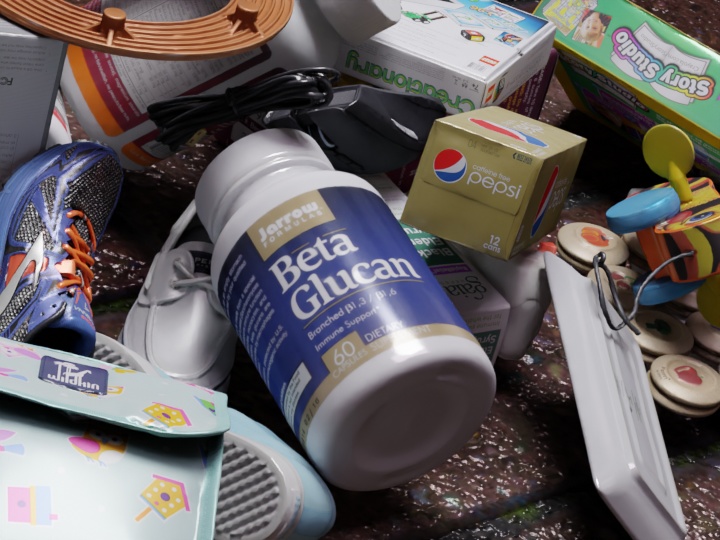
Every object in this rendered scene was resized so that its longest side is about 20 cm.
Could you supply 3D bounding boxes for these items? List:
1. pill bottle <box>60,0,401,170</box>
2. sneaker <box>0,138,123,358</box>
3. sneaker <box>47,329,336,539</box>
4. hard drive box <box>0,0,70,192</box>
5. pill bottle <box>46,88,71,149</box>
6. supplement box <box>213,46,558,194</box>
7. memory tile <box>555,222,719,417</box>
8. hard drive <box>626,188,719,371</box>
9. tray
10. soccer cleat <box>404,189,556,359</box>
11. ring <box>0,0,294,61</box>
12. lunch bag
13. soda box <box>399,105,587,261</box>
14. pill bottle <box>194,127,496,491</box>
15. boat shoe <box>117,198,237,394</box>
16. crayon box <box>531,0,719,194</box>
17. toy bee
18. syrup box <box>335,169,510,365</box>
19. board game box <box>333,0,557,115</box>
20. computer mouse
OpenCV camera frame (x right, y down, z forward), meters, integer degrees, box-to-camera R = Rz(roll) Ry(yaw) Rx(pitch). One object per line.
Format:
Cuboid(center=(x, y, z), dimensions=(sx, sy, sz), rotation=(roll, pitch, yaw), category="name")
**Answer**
Cuboid(center=(-0.082, -0.150, 1.420), dimensions=(0.200, 0.110, 0.110), rotation=(-25, 30, 16), category="pill bottle")
Cuboid(center=(-0.169, 0.019, 1.236), dimensions=(0.078, 0.075, 0.200), rotation=(7, 63, 29), category="sneaker")
Cuboid(center=(-0.097, 0.099, 1.244), dimensions=(0.200, 0.074, 0.082), rotation=(33, 3, 33), category="sneaker")
Cuboid(center=(-0.261, -0.066, 1.271), dimensions=(0.156, 0.200, 0.077), rotation=(2, 34, -25), category="hard drive box")
Cuboid(center=(-0.244, -0.111, 1.430), dimensions=(0.114, 0.114, 0.200), rotation=(6, 34, -18), category="pill bottle")
Cuboid(center=(0.018, -0.123, 1.588), dimensions=(0.200, 0.103, 0.131), rotation=(-19, 45, -43), category="supplement box")
Cuboid(center=(0.224, 0.027, 1.494), dimensions=(0.153, 0.017, 0.200), rotation=(1, 35, -24), category="memory tile")
Cuboid(center=(0.251, 0.018, 1.561), dimensions=(0.132, 0.027, 0.200), rotation=(13, 33, -7), category="hard drive")
Cuboid(center=(0.152, 0.081, 1.335), dimensions=(0.107, 0.022, 0.200), rotation=(50, 21, -37), category="tray")
Cuboid(center=(0.067, -0.004, 1.471), dimensions=(0.069, 0.078, 0.200), rotation=(10, 12, -21), category="soccer cleat")
Cuboid(center=(-0.134, -0.177, 1.295), dimensions=(0.200, 0.019, 0.201), rotation=(12, 32, -8), category="ring")
Cuboid(center=(-0.153, 0.113, 1.101), dimensions=(0.170, 0.122, 0.200), rotation=(13, 46, -7), category="lunch bag")
Cuboid(center=(0.083, -0.054, 1.356), dimensions=(0.068, 0.064, 0.200), rotation=(21, 11, 10), category="soda box")
Cuboid(center=(-0.017, 0.015, 1.275), dimensions=(0.111, 0.111, 0.200), rotation=(-6, 46, -33), category="pill bottle")
Cuboid(center=(-0.101, 0.013, 1.356), dimensions=(0.073, 0.065, 0.200), rotation=(14, 32, -7), category="boat shoe")
Cuboid(center=(0.229, -0.121, 1.644), dimensions=(0.200, 0.058, 0.173), rotation=(34, -5, 23), category="crayon box")
Cuboid(center=(0.214, -0.015, 1.428), dimensions=(0.108, 0.131, 0.200), rotation=(-17, 33, 16), category="toy bee")
Cuboid(center=(0.000, 0.000, 1.412), dimensions=(0.079, 0.082, 0.200), rotation=(-8, 39, -34), category="syrup box")
Cuboid(center=(0.015, -0.164, 1.512), dimensions=(0.200, 0.035, 0.126), rotation=(23, 30, 17), category="board game box")
Cuboid(center=(-0.038, -0.080, 1.385), dimensions=(0.140, 0.046, 0.200), rotation=(-9, -7, 25), category="computer mouse")
